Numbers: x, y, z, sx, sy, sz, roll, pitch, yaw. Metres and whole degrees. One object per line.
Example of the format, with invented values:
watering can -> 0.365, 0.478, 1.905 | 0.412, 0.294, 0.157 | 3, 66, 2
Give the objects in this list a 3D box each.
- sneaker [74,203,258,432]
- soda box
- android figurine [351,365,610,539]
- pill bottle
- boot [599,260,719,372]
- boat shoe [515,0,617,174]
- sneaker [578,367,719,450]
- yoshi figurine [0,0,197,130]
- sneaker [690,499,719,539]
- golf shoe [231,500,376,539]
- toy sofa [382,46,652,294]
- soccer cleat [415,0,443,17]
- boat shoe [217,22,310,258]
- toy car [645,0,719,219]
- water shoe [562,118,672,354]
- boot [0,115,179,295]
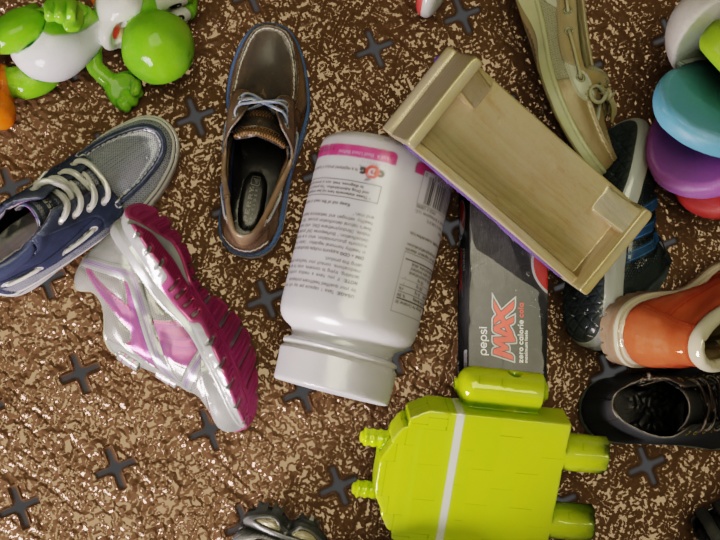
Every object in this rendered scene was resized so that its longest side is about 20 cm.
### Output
sneaker -> -0.156, 0.049, 1.009 | 0.088, 0.081, 0.201 | -31, 95, 17
soda box -> 0.118, -0.006, 1.034 | 0.070, 0.063, 0.201 | 1, 84, -3
android figurine -> 0.094, 0.164, 0.995 | 0.199, 0.041, 0.183 | 5, 108, -4
pill bottle -> 0.000, 0.000, 1.001 | 0.113, 0.113, 0.201 | 15, 83, -2
boot -> 0.299, 0.040, 0.995 | 0.199, 0.107, 0.076 | -16, 101, -33
boat shoe -> 0.181, -0.177, 1.038 | 0.063, 0.073, 0.202 | -21, 70, 17
sneaker -> 0.285, 0.112, 1.009 | 0.199, 0.106, 0.075 | -6, 84, -4
yoshi figurine -> -0.220, -0.178, 1.018 | 0.199, 0.112, 0.113 | -22, 101, -8
sneaker -> 0.320, 0.182, 0.998 | 0.098, 0.071, 0.201 | -3, 109, -3
golf shoe -> -0.012, 0.257, 0.981 | 0.199, 0.078, 0.095 | 15, 60, 7
toy sofa -> 0.117, -0.077, 0.961 | 0.200, 0.098, 0.083 | 38, 93, -19
soccer cleat -> 0.105, -0.301, 1.065 | 0.085, 0.069, 0.201 | 22, 78, 3
boat shoe -> -0.078, -0.112, 1.029 | 0.072, 0.072, 0.201 | 3, 84, -3
toy car -> 0.300, -0.115, 0.999 | 0.150, 0.200, 0.175 | -39, 56, 13
water shoe -> 0.221, -0.026, 1.051 | 0.079, 0.071, 0.201 | 20, 78, -31
boot -> -0.228, -0.055, 0.997 | 0.200, 0.090, 0.073 | -44, 88, -7
